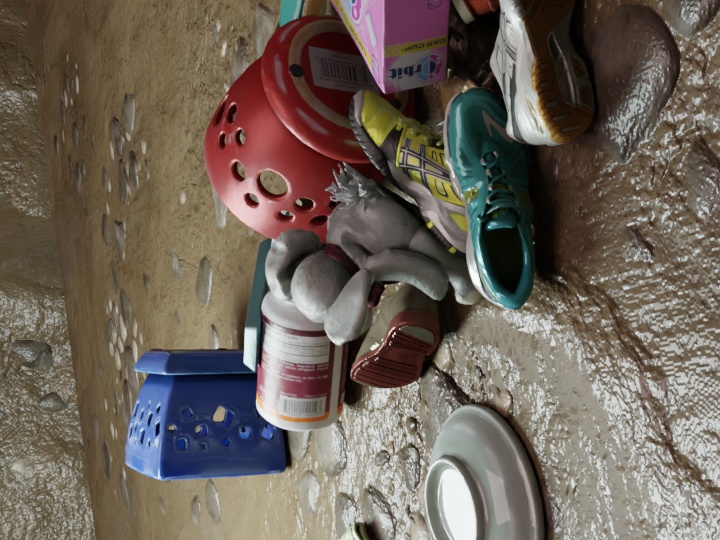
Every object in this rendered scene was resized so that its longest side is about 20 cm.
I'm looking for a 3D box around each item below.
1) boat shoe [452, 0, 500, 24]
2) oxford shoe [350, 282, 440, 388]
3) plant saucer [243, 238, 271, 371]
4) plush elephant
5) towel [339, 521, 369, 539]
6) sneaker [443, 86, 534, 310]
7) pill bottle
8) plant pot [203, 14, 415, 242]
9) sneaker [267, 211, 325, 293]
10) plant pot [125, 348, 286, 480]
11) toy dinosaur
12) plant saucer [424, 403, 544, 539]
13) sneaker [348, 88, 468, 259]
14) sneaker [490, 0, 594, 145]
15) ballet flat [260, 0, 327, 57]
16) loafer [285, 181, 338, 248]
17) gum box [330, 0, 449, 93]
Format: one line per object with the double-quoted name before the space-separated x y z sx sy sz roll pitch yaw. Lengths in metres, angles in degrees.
"boat shoe" 0.090 -0.319 1.087 0.062 0.071 0.202 -28 60 17
"oxford shoe" 0.043 0.072 1.291 0.200 0.070 0.076 130 153 -56
"plant saucer" -0.131 0.039 1.503 0.201 0.019 0.071 -86 2 -55
"plush elephant" 0.000 0.000 1.156 0.155 0.199 0.165 -51 46 8
"towel" -0.006 0.426 1.487 0.201 0.036 0.149 109 145 -42
"sneaker" 0.124 -0.064 1.039 0.080 0.077 0.203 -94 -9 -83
"pill bottle" -0.069 0.085 1.449 0.114 0.113 0.202 43 133 54
"plant pot" -0.049 -0.154 1.262 0.183 0.198 0.203 -45 56 52
"sneaker" -0.089 -0.004 1.519 0.081 0.076 0.202 -132 46 -62
"plant pot" -0.232 0.207 1.741 0.199 0.198 0.182 172 99 -65
"toy dinosaur" 0.091 -0.186 1.116 0.201 0.058 0.102 -120 33 -41
"plant saucer" 0.111 0.238 1.182 0.200 0.050 0.203 25 118 60
"sneaker" 0.070 -0.106 1.129 0.200 0.075 0.076 48 118 9
"sneaker" 0.137 -0.204 0.994 0.087 0.075 0.203 -7 89 64
"ballet flat" -0.074 -0.274 1.400 0.068 0.063 0.202 26 103 37
"loafer" -0.060 -0.127 1.437 0.067 0.075 0.203 -2 104 63
"gum box" 0.019 -0.275 1.109 0.114 0.065 0.201 89 163 -44
